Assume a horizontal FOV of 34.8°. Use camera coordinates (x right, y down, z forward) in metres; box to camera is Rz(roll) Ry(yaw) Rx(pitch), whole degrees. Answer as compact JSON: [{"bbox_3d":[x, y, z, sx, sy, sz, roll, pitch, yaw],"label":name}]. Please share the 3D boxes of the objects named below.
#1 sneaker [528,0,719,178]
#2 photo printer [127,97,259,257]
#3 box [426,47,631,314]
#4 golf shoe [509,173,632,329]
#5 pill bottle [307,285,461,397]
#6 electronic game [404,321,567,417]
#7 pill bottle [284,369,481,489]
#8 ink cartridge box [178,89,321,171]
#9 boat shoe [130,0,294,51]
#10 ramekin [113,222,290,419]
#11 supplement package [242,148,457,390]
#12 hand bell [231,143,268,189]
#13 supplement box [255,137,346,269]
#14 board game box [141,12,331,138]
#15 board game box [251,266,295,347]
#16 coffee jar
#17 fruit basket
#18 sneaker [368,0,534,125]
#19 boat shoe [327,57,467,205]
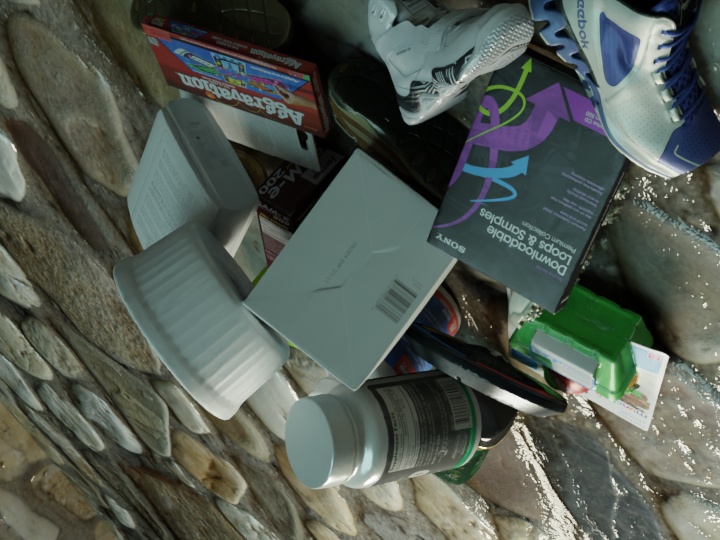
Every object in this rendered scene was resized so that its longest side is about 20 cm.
[{"bbox_3d":[0.225,-0.167,0.883,0.200,0.081,0.115,48,153,-11],"label":"sneaker"},{"bbox_3d":[-0.202,-0.072,1.336,0.167,0.069,0.201,57,140,23],"label":"photo printer"},{"bbox_3d":[0.156,-0.081,1.024,0.142,0.036,0.202,29,117,20],"label":"box"},{"bbox_3d":[0.179,-0.038,1.107,0.097,0.078,0.201,39,128,21],"label":"golf shoe"},{"bbox_3d":[0.027,0.104,1.377,0.111,0.200,0.113,28,150,18],"label":"pill bottle"},{"bbox_3d":[0.138,0.106,1.271,0.198,0.042,0.200,27,-177,-1],"label":"electronic game"},{"bbox_3d":[0.025,0.173,1.246,0.113,0.198,0.115,7,99,54],"label":"pill bottle"},{"bbox_3d":[-0.120,-0.192,1.294,0.198,0.050,0.110,22,146,28],"label":"ink cartridge box"},{"bbox_3d":[-0.150,-0.265,1.222,0.198,0.073,0.067,13,176,28],"label":"boat shoe"},{"bbox_3d":[-0.160,0.046,1.204,0.201,0.097,0.200,53,-178,-3],"label":"ramekin"},{"bbox_3d":[0.000,0.000,1.202,0.147,0.192,0.200,38,-179,2],"label":"supplement package"},{"bbox_3d":[-0.172,-0.077,1.503,0.104,0.104,0.200,36,163,7],"label":"hand bell"},{"bbox_3d":[-0.062,-0.047,1.367,0.060,0.109,0.201,28,148,23],"label":"supplement box"},{"bbox_3d":[-0.127,-0.202,1.190,0.198,0.020,0.103,20,156,19],"label":"board game box"},{"bbox_3d":[-0.058,0.074,1.597,0.198,0.048,0.102,21,146,31],"label":"board game box"},{"bbox_3d":[0.135,0.203,1.507,0.104,0.085,0.200,38,153,9],"label":"coffee jar"},{"bbox_3d":[0.233,0.098,1.236,0.184,0.094,0.201,28,153,20],"label":"fruit basket"},{"bbox_3d":[0.067,-0.207,0.984,0.116,0.075,0.200,62,156,1],"label":"sneaker"},{"bbox_3d":[0.046,-0.131,1.167,0.200,0.076,0.074,45,158,8],"label":"boat shoe"}]
